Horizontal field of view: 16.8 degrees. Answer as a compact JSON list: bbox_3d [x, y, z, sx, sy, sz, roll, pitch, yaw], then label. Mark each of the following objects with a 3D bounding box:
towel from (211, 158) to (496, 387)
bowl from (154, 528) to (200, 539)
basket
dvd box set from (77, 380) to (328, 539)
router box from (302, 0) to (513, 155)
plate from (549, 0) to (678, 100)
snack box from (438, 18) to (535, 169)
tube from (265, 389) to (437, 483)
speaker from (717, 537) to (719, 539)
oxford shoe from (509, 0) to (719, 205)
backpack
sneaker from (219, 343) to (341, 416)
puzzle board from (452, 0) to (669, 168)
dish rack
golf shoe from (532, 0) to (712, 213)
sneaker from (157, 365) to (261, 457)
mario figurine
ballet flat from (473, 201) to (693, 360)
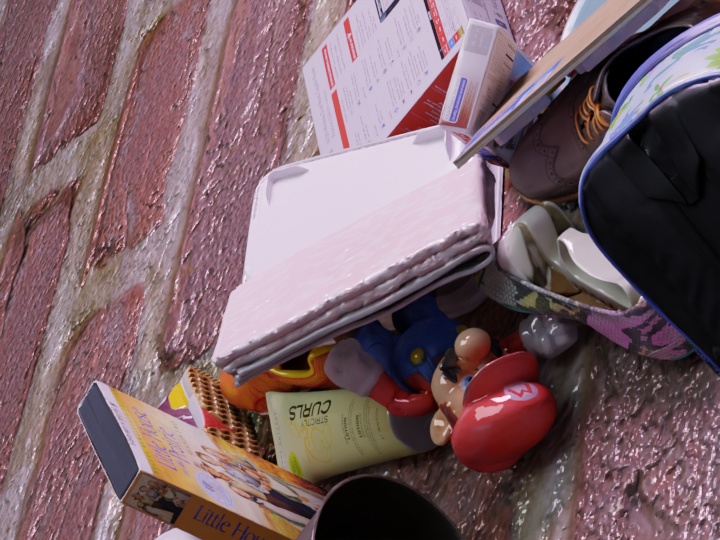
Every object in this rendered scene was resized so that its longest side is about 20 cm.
[{"bbox_3d":[0.000,0.000,1.605,0.200,0.032,0.191,-27,13,9],"label":"towel"},{"bbox_3d":[-0.150,0.293,1.774,0.200,0.075,0.200,-55,29,17],"label":"bowl"},{"bbox_3d":[-0.027,0.256,1.526,0.200,0.136,0.181,-50,25,31],"label":"basket"},{"bbox_3d":[-0.089,0.152,1.653,0.029,0.200,0.146,-58,26,9],"label":"dvd box set"},{"bbox_3d":[0.035,-0.160,1.893,0.180,0.049,0.200,-49,29,25],"label":"router box"},{"bbox_3d":[0.185,-0.167,1.657,0.200,0.026,0.200,-41,34,36],"label":"plate"},{"bbox_3d":[0.091,-0.114,1.631,0.200,0.024,0.072,21,-96,-76],"label":"snack box"},{"bbox_3d":[-0.012,0.114,1.720,0.200,0.052,0.058,-15,41,58],"label":"tube"},{"bbox_3d":[0.179,0.193,1.263,0.200,0.081,0.081,-44,31,33],"label":"speaker"},{"bbox_3d":[0.151,-0.102,1.473,0.200,0.073,0.071,-39,72,37],"label":"oxford shoe"},{"bbox_3d":[0.223,-0.039,1.270,0.183,0.200,0.147,-40,14,40],"label":"backpack"},{"bbox_3d":[-0.056,0.061,1.820,0.200,0.077,0.073,-19,51,56],"label":"sneaker"},{"bbox_3d":[0.149,-0.145,1.501,0.200,0.017,0.151,-41,6,31],"label":"puzzle board"},{"bbox_3d":[0.001,-0.030,1.743,0.200,0.044,0.172,-14,49,23],"label":"dish rack"},{"bbox_3d":[0.175,-0.130,1.561,0.200,0.078,0.097,-48,44,25],"label":"golf shoe"},{"bbox_3d":[-0.126,0.157,1.864,0.090,0.075,0.200,-53,19,18],"label":"sneaker"},{"bbox_3d":[0.057,0.047,1.572,0.124,0.106,0.200,-57,38,2],"label":"mario figurine"},{"bbox_3d":[0.133,-0.002,1.499,0.069,0.071,0.200,-45,36,-16],"label":"ballet flat"}]
